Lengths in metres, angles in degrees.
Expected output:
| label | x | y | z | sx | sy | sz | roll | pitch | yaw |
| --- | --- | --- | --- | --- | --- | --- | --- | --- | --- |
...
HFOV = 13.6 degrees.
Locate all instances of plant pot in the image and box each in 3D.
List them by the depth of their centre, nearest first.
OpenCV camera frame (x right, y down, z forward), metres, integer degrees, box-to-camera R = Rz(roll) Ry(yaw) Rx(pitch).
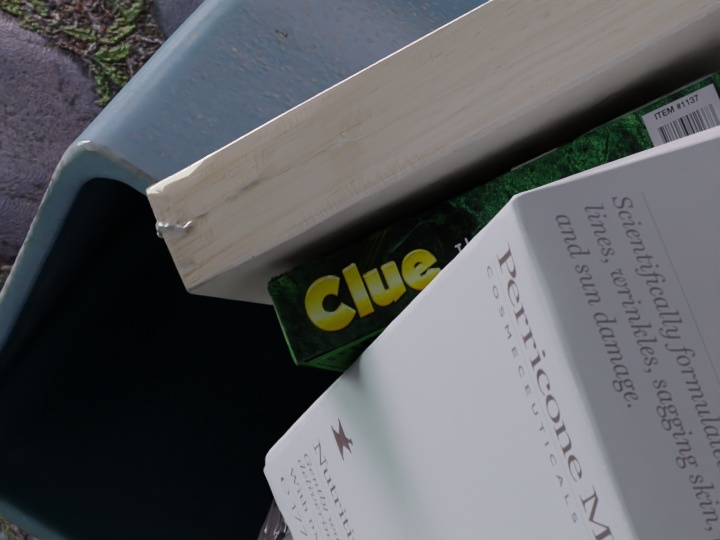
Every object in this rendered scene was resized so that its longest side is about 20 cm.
| label | x | y | z | sx | sy | sz | roll | pitch | yaw |
| --- | --- | --- | --- | --- | --- | --- | --- | --- | --- |
| plant pot | 0.000 | 0.000 | 1.045 | 0.200 | 0.195 | 0.197 | -59 | 1 | -41 |

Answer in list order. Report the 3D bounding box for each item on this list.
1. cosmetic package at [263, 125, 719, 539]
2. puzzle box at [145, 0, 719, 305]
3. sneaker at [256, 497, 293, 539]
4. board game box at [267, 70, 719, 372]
| label | x | y | z | sx | sy | sz | roll | pitch | yaw |
| --- | --- | --- | --- | --- | --- | --- | --- | --- | --- |
| cosmetic package | 0.053 | 0.053 | 0.597 | 0.200 | 0.081 | 0.113 | 124 | 127 | -68 |
| puzzle box | 0.065 | -0.045 | 0.639 | 0.199 | 0.026 | 0.133 | -27 | -12 | 16 |
| sneaker | 0.000 | 0.112 | 0.961 | 0.200 | 0.078 | 0.076 | 105 | -174 | -56 |
| board game box | 0.056 | -0.002 | 0.687 | 0.104 | 0.024 | 0.200 | -22 | -10 | 12 |
